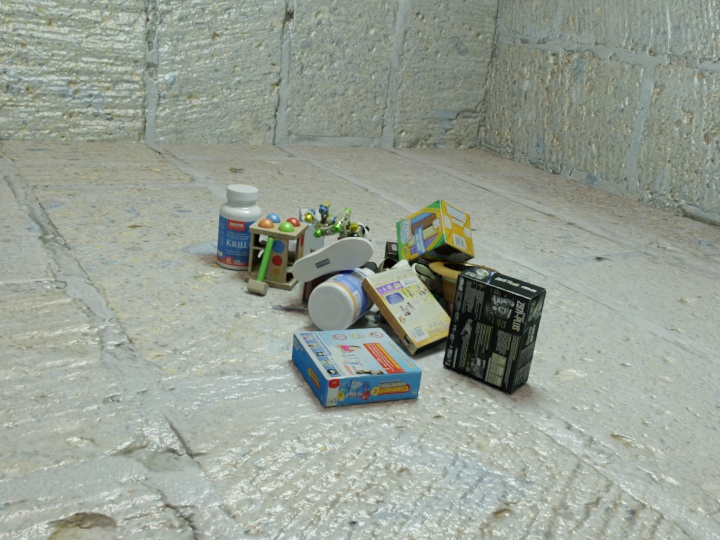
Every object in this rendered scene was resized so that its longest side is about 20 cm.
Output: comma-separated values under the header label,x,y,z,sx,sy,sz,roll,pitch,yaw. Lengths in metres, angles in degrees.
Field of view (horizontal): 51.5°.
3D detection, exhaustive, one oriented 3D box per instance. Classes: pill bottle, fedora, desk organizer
label,x,y,z,sx,sy,sz,roll,pitch,yaw
pill bottle,-0.314,-0.114,1.939,0.109,0.205,0.113,6,18,-2
pill bottle,-0.029,0.058,1.687,0.110,0.115,0.200,14,19,19
fedora,0.246,0.032,1.759,0.195,0.084,0.201,7,10,-1
desk organizer,-0.098,0.014,1.858,0.075,0.073,0.201,9,19,-3

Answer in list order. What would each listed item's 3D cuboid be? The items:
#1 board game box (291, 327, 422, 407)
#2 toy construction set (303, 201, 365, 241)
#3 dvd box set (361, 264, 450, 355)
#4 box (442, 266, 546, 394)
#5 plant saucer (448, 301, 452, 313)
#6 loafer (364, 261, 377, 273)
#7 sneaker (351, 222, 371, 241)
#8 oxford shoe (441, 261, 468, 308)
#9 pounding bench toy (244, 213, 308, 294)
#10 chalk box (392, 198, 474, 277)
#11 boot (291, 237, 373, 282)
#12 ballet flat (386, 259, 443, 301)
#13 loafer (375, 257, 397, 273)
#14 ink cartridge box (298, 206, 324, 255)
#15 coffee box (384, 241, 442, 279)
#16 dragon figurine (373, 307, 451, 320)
label,x,y,z,sx,sy,sz,roll,pitch,yaw
board game box,-0.012,0.180,1.428,0.191,0.057,0.200,0,20,-23
toy construction set,-0.045,-0.071,1.764,0.128,0.201,0.094,4,57,25
dvd box set,0.110,0.082,1.640,0.144,0.030,0.201,-16,59,-41
box,0.265,0.115,1.494,0.161,0.205,0.085,19,22,33
plant saucer,0.303,0.109,1.767,0.195,0.052,0.201,6,19,-2
loafer,0.000,0.000,1.931,0.071,0.074,0.200,12,18,17
sneaker,-0.015,-0.075,2.016,0.080,0.130,0.199,45,17,2
oxford shoe,0.242,0.015,1.897,0.073,0.058,0.203,10,50,0
pounding bench toy,-0.216,-0.044,1.842,0.121,0.160,0.200,10,19,9
chalk box,0.170,-0.069,1.882,0.198,0.127,0.123,-25,-32,39
boot,-0.058,-0.034,1.698,0.196,0.074,0.090,-15,12,15
ballet flat,0.122,0.017,1.787,0.197,0.077,0.067,18,-23,-32
loafer,0.078,0.031,1.861,0.074,0.069,0.201,1,26,-18
ink cartridge box,-0.141,-0.101,2.101,0.065,0.119,0.201,4,19,-8
coffee box,0.162,-0.016,2.027,0.195,0.082,0.113,7,19,-3
dragon figurine,0.123,0.088,1.744,0.197,0.060,0.099,-10,25,-38
